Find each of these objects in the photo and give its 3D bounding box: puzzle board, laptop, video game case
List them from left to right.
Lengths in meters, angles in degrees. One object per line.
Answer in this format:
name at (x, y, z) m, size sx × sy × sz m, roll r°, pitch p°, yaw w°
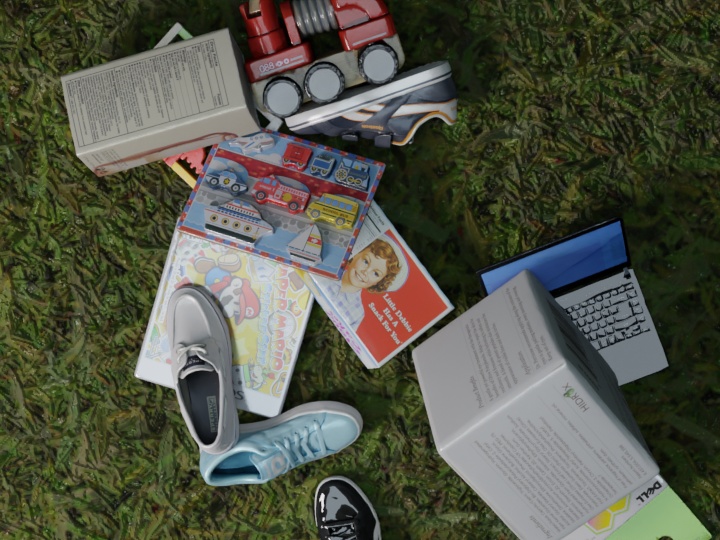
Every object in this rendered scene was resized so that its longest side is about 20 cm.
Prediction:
video game case at (-0.155, 0.056, 1.754) m, size 0.181 × 0.023 × 0.201 m, roll 17°, pitch 96°, yaw 0°
puzzle board at (-0.089, -0.084, 1.667) m, size 0.199 × 0.017 × 0.151 m, roll 17°, pitch 68°, yaw 13°
laptop at (0.246, 0.057, 1.699) m, size 0.176 × 0.103 × 0.201 m, roll -21°, pitch 94°, yaw 4°

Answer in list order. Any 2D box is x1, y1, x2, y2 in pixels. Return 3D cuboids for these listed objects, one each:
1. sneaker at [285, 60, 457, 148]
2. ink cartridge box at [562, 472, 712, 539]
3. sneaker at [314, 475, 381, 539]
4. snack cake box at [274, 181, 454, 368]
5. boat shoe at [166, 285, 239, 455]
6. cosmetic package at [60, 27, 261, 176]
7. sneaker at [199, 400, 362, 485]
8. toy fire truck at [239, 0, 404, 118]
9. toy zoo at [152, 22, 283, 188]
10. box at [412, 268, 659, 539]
sneaker at (0.016, -0.174, 1.699) m, size 0.199 × 0.078 × 0.080 m, roll -15°, pitch 106°, yaw 10°
ink cartridge box at (0.300, 0.288, 1.732) m, size 0.148 × 0.076 × 0.200 m, roll -41°, pitch 91°, yaw 5°
sneaker at (-0.006, 0.345, 1.731) m, size 0.073 × 0.112 × 0.201 m, roll -15°, pitch 95°, yaw 2°
snack cake box at (0.000, 0.000, 1.708) m, size 0.115 × 0.067 × 0.200 m, roll -37°, pitch 93°, yaw -12°
boat shoe at (-0.181, 0.110, 1.698) m, size 0.073 × 0.065 × 0.201 m, roll -19°, pitch 78°, yaw 4°
cosmetic package at (-0.223, -0.187, 1.670) m, size 0.199 × 0.087 × 0.104 m, roll -14°, pitch 75°, yaw 5°
sneaker at (-0.092, 0.214, 1.729) m, size 0.199 × 0.082 × 0.074 m, roll -17°, pitch 119°, yaw 9°
toy fire truck at (-0.059, -0.295, 1.681) m, size 0.175 × 0.129 × 0.201 m, roll -18°, pitch 104°, yaw 3°
toy zoo at (-0.183, -0.174, 1.734) m, size 0.200 × 0.020 × 0.131 m, roll 44°, pitch 95°, yaw -2°
box at (0.187, 0.153, 1.624) m, size 0.171 × 0.199 × 0.200 m, roll -36°, pitch 117°, yaw 12°
